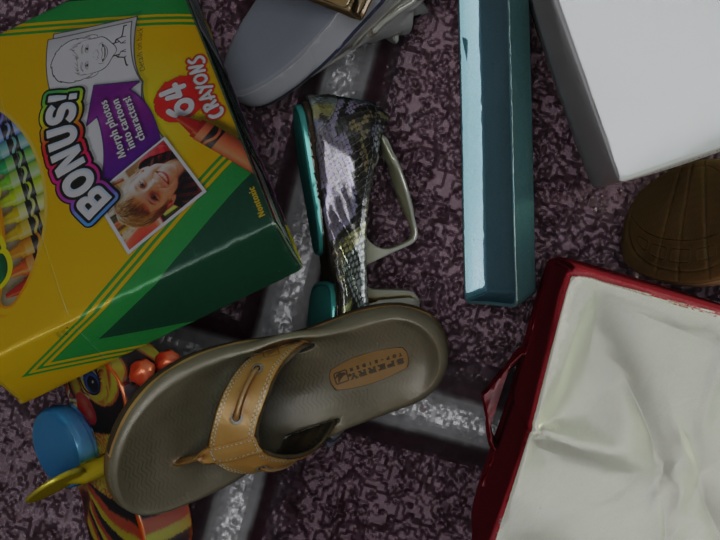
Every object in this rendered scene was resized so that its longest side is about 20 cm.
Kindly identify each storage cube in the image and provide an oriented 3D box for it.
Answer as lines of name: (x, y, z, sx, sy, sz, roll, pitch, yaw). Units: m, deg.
storage cube: (0.161, 0.098, 0.957, 0.199, 0.180, 0.171, 17, 93, 2)

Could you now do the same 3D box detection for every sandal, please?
sandal: (-0.043, 0.075, 0.959, 0.200, 0.054, 0.080, -20, 115, -6)

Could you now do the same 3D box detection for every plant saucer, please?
plant saucer: (0.077, -0.080, 1.016, 0.019, 0.070, 0.201, -1, 91, -20)

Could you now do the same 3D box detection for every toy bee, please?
toy bee: (-0.138, 0.085, 1.000, 0.131, 0.109, 0.200, -47, 111, -35)

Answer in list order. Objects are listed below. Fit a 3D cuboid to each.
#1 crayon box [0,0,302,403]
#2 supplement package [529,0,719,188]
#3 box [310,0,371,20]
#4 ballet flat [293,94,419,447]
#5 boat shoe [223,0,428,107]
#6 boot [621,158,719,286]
crayon box: (-0.146, -0.054, 0.987, 0.172, 0.058, 0.200, -25, 58, 3)
supplement package: (0.163, -0.117, 0.940, 0.121, 0.200, 0.120, -19, 90, 5)
box: (-0.045, -0.244, 0.995, 0.200, 0.021, 0.164, 26, 91, 30)
ballet flat: (0.000, 0.000, 1.022, 0.072, 0.072, 0.201, -2, 93, 4)
boat shoe: (0.008, -0.156, 1.013, 0.200, 0.071, 0.070, -43, 133, 20)
boot: (0.259, -0.012, 0.991, 0.155, 0.200, 0.073, 19, 71, -37)
